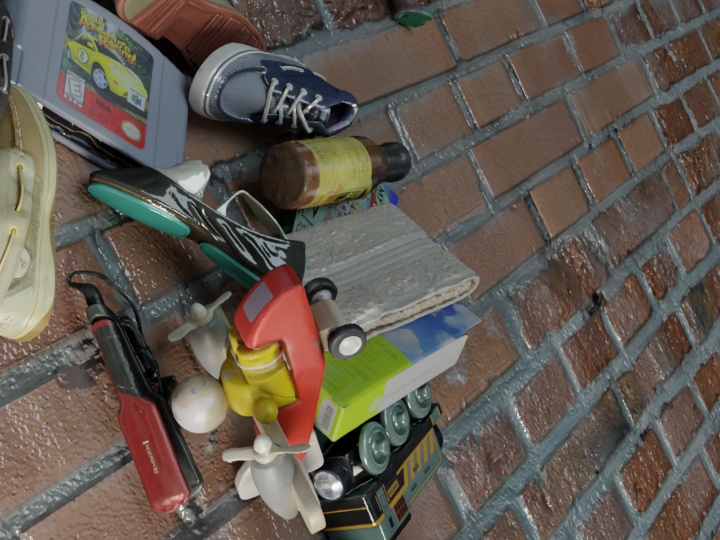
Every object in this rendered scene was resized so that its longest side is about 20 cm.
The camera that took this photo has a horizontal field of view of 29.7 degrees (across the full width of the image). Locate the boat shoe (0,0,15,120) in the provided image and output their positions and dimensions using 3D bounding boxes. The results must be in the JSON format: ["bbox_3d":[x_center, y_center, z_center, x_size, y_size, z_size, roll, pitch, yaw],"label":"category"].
[{"bbox_3d":[-0.283,-0.156,0.993,0.057,0.067,0.201,42,16,-26],"label":"boat shoe"}]

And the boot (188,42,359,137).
[{"bbox_3d":[-0.075,-0.164,1.272,0.090,0.073,0.200,27,21,18],"label":"boot"}]

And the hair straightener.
[{"bbox_3d":[-0.177,0.090,1.066,0.201,0.041,0.077,62,12,4],"label":"hair straightener"}]

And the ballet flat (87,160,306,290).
[{"bbox_3d":[-0.131,-0.046,1.139,0.199,0.068,0.069,33,71,-17],"label":"ballet flat"}]

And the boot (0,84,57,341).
[{"bbox_3d":[-0.294,-0.057,0.953,0.155,0.072,0.202,16,60,-48],"label":"boot"}]

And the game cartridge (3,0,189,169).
[{"bbox_3d":[-0.223,-0.159,1.143,0.199,0.041,0.134,32,43,-41],"label":"game cartridge"}]

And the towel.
[{"bbox_3d":[0.000,0.000,1.234,0.199,0.035,0.132,-21,52,-40],"label":"towel"}]

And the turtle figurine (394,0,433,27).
[{"bbox_3d":[0.061,-0.406,1.637,0.150,0.100,0.202,92,-7,-67],"label":"turtle figurine"}]

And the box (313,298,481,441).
[{"bbox_3d":[0.003,0.063,1.223,0.122,0.048,0.199,38,41,25],"label":"box"}]

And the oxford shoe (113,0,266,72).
[{"bbox_3d":[-0.159,-0.240,1.254,0.200,0.071,0.074,29,24,-56],"label":"oxford shoe"}]

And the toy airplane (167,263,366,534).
[{"bbox_3d":[-0.084,0.107,1.076,0.140,0.200,0.201,-6,83,-25],"label":"toy airplane"}]

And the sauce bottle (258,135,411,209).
[{"bbox_3d":[-0.017,-0.098,1.313,0.199,0.066,0.067,-12,80,-54],"label":"sauce bottle"}]

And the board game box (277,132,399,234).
[{"bbox_3d":[-0.024,-0.036,1.349,0.134,0.029,0.201,41,41,-31],"label":"board game box"}]

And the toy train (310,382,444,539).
[{"bbox_3d":[0.018,0.171,1.243,0.200,0.085,0.115,-43,118,-57],"label":"toy train"}]
